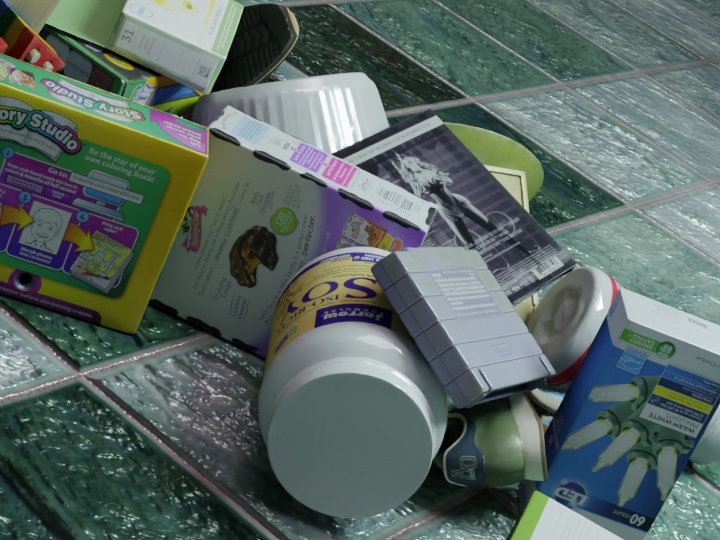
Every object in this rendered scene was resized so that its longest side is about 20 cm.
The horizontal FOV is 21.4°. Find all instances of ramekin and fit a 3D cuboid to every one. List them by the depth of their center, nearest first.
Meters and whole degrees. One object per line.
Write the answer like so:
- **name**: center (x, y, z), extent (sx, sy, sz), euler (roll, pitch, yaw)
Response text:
- **ramekin**: center (-0.067, -0.126, 1.769), extent (0.201, 0.095, 0.202), euler (-9, 3, 0)

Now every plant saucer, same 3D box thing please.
- **plant saucer**: center (0.081, -0.086, 1.886), extent (0.199, 0.200, 0.031), euler (15, 64, -21)

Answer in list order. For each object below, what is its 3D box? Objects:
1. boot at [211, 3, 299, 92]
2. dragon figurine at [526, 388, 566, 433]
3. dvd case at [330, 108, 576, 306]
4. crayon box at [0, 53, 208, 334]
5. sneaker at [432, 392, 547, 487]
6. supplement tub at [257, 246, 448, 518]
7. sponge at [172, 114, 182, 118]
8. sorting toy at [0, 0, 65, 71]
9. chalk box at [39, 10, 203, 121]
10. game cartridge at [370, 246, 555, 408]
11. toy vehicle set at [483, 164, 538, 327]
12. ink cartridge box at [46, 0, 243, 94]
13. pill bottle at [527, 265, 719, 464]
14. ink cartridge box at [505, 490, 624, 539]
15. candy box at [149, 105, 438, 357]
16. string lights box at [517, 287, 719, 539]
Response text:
- **boot**: center (-0.100, -0.199, 1.894), extent (0.138, 0.199, 0.078), euler (0, 69, -48)
- **dragon figurine**: center (0.189, 0.122, 1.628), extent (0.200, 0.059, 0.100), euler (44, 29, -18)
- **dvd case**: center (0.078, -0.048, 1.664), extent (0.200, 0.016, 0.148), euler (48, 45, 15)
- **crayon box**: center (-0.241, -0.061, 1.498), extent (0.199, 0.173, 0.058), euler (19, 25, -14)
- **sneaker**: center (0.092, 0.128, 1.563), extent (0.089, 0.068, 0.200), euler (-8, 13, -4)
- **supplement tub**: center (-0.004, 0.085, 1.465), extent (0.144, 0.146, 0.200), euler (22, 24, -8)
- **sponge**: center (-0.225, -0.078, 1.637), extent (0.030, 0.113, 0.199), euler (-12, -5, 41)
- **sorting toy**: center (-0.334, -0.150, 1.569), extent (0.070, 0.200, 0.198), euler (47, 29, 13)
- **chalk box**: center (-0.247, -0.159, 1.751), extent (0.125, 0.125, 0.200), euler (36, 27, 20)
- **game cartridge**: center (0.080, 0.041, 1.470), extent (0.130, 0.038, 0.200), euler (54, 17, 13)
- **toy vehicle set**: center (0.105, 0.000, 1.732), extent (0.124, 0.026, 0.202), euler (8, 70, -35)
- **ink cartridge box**: center (-0.212, -0.243, 1.744), extent (0.199, 0.048, 0.146), euler (25, 26, -9)
- **pill bottle**: center (0.251, 0.092, 1.716), extent (0.199, 0.111, 0.111), euler (34, 21, -19)
- **ink cartridge box**: center (0.183, 0.264, 1.373), extent (0.199, 0.076, 0.148), euler (30, 24, 6)
- **candy box**: center (-0.060, -0.016, 1.586), extent (0.199, 0.169, 0.072), euler (26, 24, 0)
- **string lights box**: center (0.212, 0.125, 1.523), extent (0.102, 0.201, 0.059), euler (20, 24, -9)
